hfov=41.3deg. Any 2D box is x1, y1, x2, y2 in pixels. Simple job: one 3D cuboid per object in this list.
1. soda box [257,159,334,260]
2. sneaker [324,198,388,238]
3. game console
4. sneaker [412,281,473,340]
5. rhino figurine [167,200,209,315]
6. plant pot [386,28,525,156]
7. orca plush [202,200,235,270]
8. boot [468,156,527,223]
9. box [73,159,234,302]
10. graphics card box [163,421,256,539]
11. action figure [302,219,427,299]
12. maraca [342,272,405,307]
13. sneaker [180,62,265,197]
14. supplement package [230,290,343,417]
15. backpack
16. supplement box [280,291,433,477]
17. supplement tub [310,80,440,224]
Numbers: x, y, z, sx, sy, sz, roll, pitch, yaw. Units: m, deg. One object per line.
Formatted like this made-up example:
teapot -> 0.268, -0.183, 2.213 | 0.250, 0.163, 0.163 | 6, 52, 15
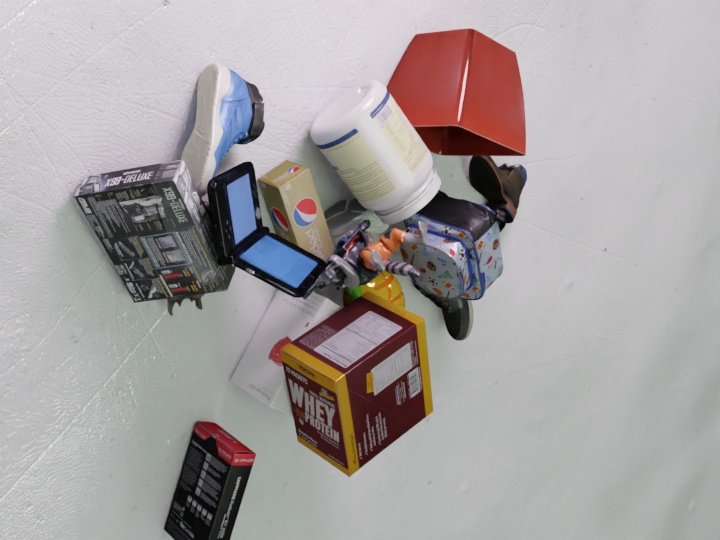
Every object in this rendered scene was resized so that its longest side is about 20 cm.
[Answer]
soda box -> -0.100, -0.075, 1.573 | 0.068, 0.064, 0.201 | -36, 128, -27
sneaker -> 0.013, -0.093, 1.668 | 0.200, 0.070, 0.081 | -31, 129, -31
game console -> -0.131, -0.065, 1.387 | 0.200, 0.115, 0.177 | -58, 142, -74
sneaker -> 0.155, 0.054, 1.868 | 0.106, 0.075, 0.202 | -20, 111, -31
rhino figurine -> -0.240, -0.017, 1.470 | 0.087, 0.060, 0.201 | 32, 86, -42
plant pot -> 0.166, -0.307, 1.648 | 0.199, 0.199, 0.178 | 13, 85, -45
orca plush -> -0.256, -0.077, 1.398 | 0.199, 0.071, 0.105 | 31, 129, -14
boot -> 0.272, -0.190, 1.879 | 0.097, 0.074, 0.200 | -61, 144, -22
box -> -0.287, -0.051, 1.345 | 0.050, 0.156, 0.201 | -76, 152, -49
graphics card box -> -0.250, 0.366, 1.574 | 0.051, 0.125, 0.202 | 12, 98, -45
action figure -> 0.000, 0.000, 1.519 | 0.105, 0.193, 0.200 | 50, 58, -12
maraca -> 0.016, 0.040, 1.692 | 0.200, 0.106, 0.138 | 59, 27, -42
sneaker -> -0.194, -0.193, 1.405 | 0.111, 0.076, 0.202 | 19, 72, -43
supplement package -> -0.104, 0.137, 1.616 | 0.120, 0.121, 0.201 | 32, 84, -46
backpack -> 0.169, -0.033, 1.717 | 0.154, 0.199, 0.191 | -46, 136, -18
supplement box -> -0.002, 0.181, 1.551 | 0.199, 0.132, 0.199 | -32, 129, -33
supplement tub -> 0.028, -0.190, 1.553 | 0.145, 0.145, 0.200 | -46, 114, -19
